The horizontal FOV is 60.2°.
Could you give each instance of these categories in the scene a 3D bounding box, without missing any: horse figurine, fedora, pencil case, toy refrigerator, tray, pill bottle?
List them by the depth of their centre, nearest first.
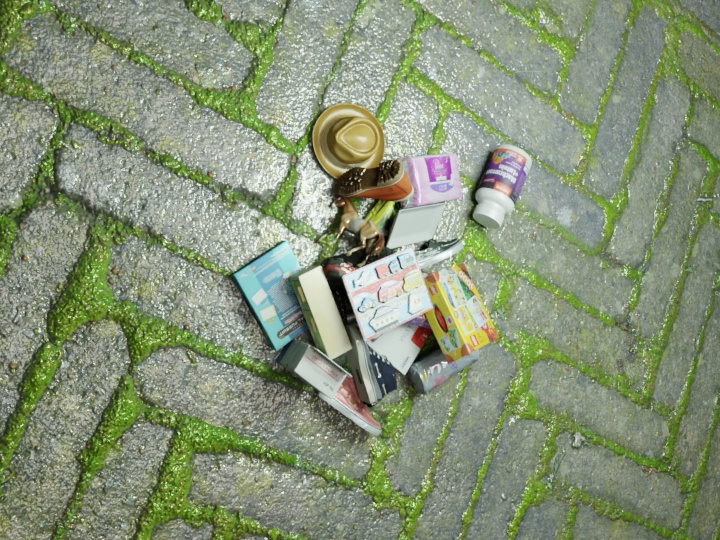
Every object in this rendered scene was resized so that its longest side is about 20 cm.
[{"bbox_3d":[-0.094,0.098,1.428,0.068,0.075,0.206,-23,99,-22],"label":"toy refrigerator"},{"bbox_3d":[-0.012,-0.090,1.482,0.133,0.197,0.050,-50,151,-18],"label":"horse figurine"},{"bbox_3d":[-0.017,-0.317,1.508,0.194,0.081,0.208,0,89,-23],"label":"fedora"},{"bbox_3d":[0.135,-0.117,1.551,0.197,0.022,0.110,-14,132,-47],"label":"tray"},{"bbox_3d":[0.215,0.237,1.605,0.196,0.083,0.092,-29,139,-19],"label":"pencil case"},{"bbox_3d":[0.374,-0.222,1.663,0.110,0.111,0.205,28,79,-20],"label":"pill bottle"}]

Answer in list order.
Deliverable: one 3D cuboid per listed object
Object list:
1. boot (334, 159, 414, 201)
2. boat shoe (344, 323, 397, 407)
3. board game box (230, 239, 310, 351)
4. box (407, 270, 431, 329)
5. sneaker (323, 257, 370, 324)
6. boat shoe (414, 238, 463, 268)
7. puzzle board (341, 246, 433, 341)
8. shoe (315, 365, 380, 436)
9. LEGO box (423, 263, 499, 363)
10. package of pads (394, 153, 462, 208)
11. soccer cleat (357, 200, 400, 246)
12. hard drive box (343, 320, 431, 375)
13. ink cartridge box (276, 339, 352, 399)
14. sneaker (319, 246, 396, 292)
[{"bbox_3d":[0.032,-0.195,1.482,0.107,0.195,0.077,39,55,-48],"label":"boot"},{"bbox_3d":[0.025,0.212,1.476,0.091,0.074,0.206,-20,104,-28],"label":"boat shoe"},{"bbox_3d":[-0.191,0.058,1.452,0.149,0.047,0.204,-33,103,-21],"label":"board game box"},{"bbox_3d":[0.186,0.079,1.562,0.196,0.039,0.141,17,54,-38],"label":"box"},{"bbox_3d":[-0.019,0.062,1.411,0.201,0.070,0.099,49,46,-25],"label":"sneaker"},{"bbox_3d":[0.179,-0.048,1.603,0.195,0.068,0.058,-23,98,-19],"label":"boat shoe"},{"bbox_3d":[0.066,0.050,1.406,0.196,0.017,0.155,-22,92,-25],"label":"puzzle board"},{"bbox_3d":[-0.010,0.316,1.517,0.198,0.071,0.092,38,79,-15],"label":"shoe"},{"bbox_3d":[0.231,0.100,1.502,0.147,0.077,0.205,-14,76,-48],"label":"LEGO box"},{"bbox_3d":[0.170,-0.228,1.563,0.197,0.074,0.125,-14,97,-45],"label":"package of pads"},{"bbox_3d":[0.048,-0.141,1.549,0.081,0.065,0.206,12,70,17],"label":"soccer cleat"},{"bbox_3d":[0.066,0.134,1.549,0.199,0.076,0.158,39,76,-19],"label":"hard drive box"},{"bbox_3d":[-0.108,0.222,1.405,0.115,0.199,0.069,39,76,-17],"label":"ink cartridge box"},{"bbox_3d":[0.000,0.000,1.502,0.193,0.089,0.077,-10,52,-1],"label":"sneaker"}]
